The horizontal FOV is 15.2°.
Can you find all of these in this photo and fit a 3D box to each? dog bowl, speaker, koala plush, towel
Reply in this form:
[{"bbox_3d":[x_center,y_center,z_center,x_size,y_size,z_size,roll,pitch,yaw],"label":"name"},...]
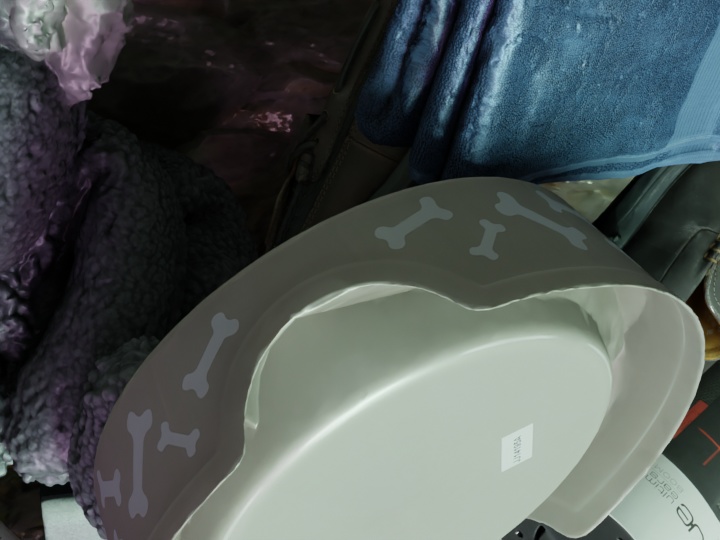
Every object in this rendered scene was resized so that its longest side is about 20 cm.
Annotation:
[{"bbox_3d":[0.007,0.051,0.833,0.199,0.059,0.200,-25,151,-15],"label":"dog bowl"},{"bbox_3d":[0.141,0.060,1.025,0.200,0.081,0.081,-38,164,-34],"label":"speaker"},{"bbox_3d":[-0.132,-0.029,0.925,0.176,0.184,0.201,-7,127,24],"label":"koala plush"},{"bbox_3d":[0.097,-0.081,0.859,0.199,0.049,0.112,-8,129,-41],"label":"towel"}]

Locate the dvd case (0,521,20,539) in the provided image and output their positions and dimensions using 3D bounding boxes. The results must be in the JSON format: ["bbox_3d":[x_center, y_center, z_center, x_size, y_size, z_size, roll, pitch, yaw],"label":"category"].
[{"bbox_3d":[-0.146,0.158,1.169,0.018,0.200,0.143,-40,160,-26],"label":"dvd case"}]

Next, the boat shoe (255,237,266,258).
[{"bbox_3d":[0.000,0.000,1.018,0.072,0.073,0.200,40,128,-18],"label":"boat shoe"}]

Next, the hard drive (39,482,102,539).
[{"bbox_3d":[-0.020,0.134,1.045,0.199,0.033,0.140,-6,113,-5],"label":"hard drive"}]

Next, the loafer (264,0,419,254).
[{"bbox_3d":[0.013,-0.051,0.905,0.072,0.063,0.201,0,126,-56],"label":"loafer"}]

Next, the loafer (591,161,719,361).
[{"bbox_3d":[0.109,0.004,0.974,0.200,0.072,0.073,-35,167,-23],"label":"loafer"}]
